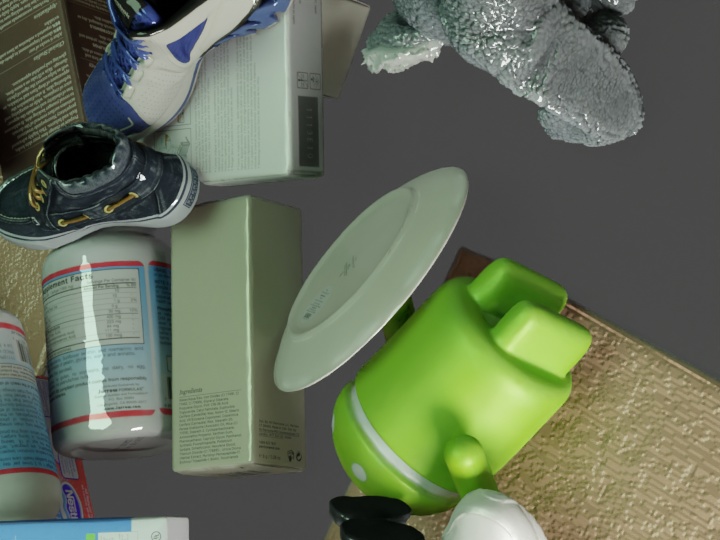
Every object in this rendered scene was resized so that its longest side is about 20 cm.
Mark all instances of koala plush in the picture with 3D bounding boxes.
[{"bbox_3d":[0.089,-0.198,1.536,0.200,0.184,0.178,22,94,49],"label":"koala plush"}]

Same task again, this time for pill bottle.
[{"bbox_3d":[-0.189,0.040,1.725,0.109,0.109,0.200,-16,72,34],"label":"pill bottle"},{"bbox_3d":[-0.283,0.137,1.652,0.109,0.109,0.200,-29,66,29],"label":"pill bottle"}]

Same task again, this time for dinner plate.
[{"bbox_3d":[0.000,0.000,1.566,0.200,0.024,0.200,-47,16,17],"label":"dinner plate"}]

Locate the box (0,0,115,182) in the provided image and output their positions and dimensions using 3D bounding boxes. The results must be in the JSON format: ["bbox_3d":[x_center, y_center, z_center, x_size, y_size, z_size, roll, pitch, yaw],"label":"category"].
[{"bbox_3d":[-0.243,-0.140,1.821,0.100,0.075,0.200,-24,66,31],"label":"box"}]

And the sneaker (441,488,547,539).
[{"bbox_3d":[0.072,0.240,1.462,0.078,0.099,0.200,15,118,22],"label":"sneaker"}]

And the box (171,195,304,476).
[{"bbox_3d":[-0.091,0.051,1.666,0.082,0.068,0.200,-8,77,35],"label":"box"}]

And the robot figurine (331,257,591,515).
[{"bbox_3d":[0.062,0.085,1.524,0.200,0.116,0.176,-46,45,22],"label":"robot figurine"}]

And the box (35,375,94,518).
[{"bbox_3d":[-0.279,0.188,1.770,0.095,0.103,0.200,-28,67,31],"label":"box"}]

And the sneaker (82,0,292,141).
[{"bbox_3d":[-0.150,-0.176,1.592,0.199,0.115,0.081,-39,65,32],"label":"sneaker"}]

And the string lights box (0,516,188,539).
[{"bbox_3d":[-0.219,0.222,1.531,0.200,0.059,0.103,-3,83,11],"label":"string lights box"}]

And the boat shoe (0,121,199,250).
[{"bbox_3d":[-0.220,-0.068,1.654,0.200,0.091,0.071,-7,65,36],"label":"boat shoe"}]

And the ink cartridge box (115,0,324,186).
[{"bbox_3d":[-0.106,-0.162,1.656,0.173,0.044,0.200,-2,88,41],"label":"ink cartridge box"}]

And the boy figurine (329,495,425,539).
[{"bbox_3d":[-0.004,0.250,1.503,0.124,0.064,0.200,-116,35,-62],"label":"boy figurine"}]

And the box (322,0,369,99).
[{"bbox_3d":[-0.095,-0.200,1.723,0.200,0.068,0.082,26,99,36],"label":"box"}]
